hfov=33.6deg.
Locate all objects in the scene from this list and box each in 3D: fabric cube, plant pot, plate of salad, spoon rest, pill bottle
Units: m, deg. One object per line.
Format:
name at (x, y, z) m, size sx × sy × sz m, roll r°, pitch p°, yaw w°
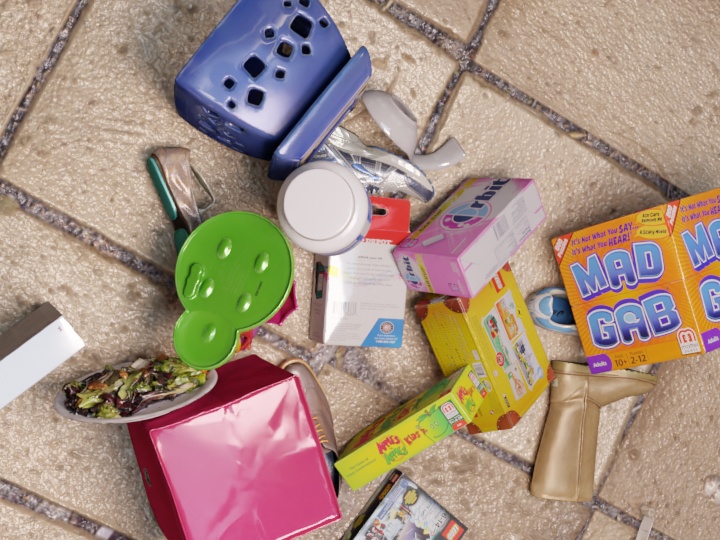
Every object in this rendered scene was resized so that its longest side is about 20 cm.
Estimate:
fabric cube at (-0.166, 0.238, 1.497) m, size 0.199 × 0.199 × 0.197 m, roll -19°, pitch 101°, yaw -18°
plant pot at (-0.102, -0.230, 1.472) m, size 0.180 × 0.200 × 0.200 m, roll 39°, pitch 81°, yaw -2°
plate of salad at (-0.274, 0.135, 1.449) m, size 0.199 × 0.200 × 0.048 m, roll -12°, pitch 108°, yaw -19°
spoon rest at (0.064, -0.180, 1.597) m, size 0.061 × 0.100 × 0.200 m, roll -43°, pitch 143°, yaw 19°
pill bottle at (-0.044, -0.076, 1.462) m, size 0.111 × 0.200 × 0.113 m, roll 0°, pitch 89°, yaw 3°

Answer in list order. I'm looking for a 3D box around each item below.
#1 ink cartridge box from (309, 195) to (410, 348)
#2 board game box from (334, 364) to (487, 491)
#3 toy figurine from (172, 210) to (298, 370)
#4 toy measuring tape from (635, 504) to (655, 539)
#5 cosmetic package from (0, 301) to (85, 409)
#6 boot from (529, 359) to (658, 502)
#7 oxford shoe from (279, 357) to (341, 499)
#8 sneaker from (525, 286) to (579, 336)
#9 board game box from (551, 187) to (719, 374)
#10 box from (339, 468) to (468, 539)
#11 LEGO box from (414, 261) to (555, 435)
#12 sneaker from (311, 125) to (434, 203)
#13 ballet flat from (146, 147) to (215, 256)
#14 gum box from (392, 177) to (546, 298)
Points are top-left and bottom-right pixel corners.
ink cartridge box at (0.000, 0.000, 1.612) m, size 0.115 × 0.067 × 0.201 m, roll 4°, pitch 92°, yaw -21°
board game box at (0.067, 0.208, 1.575) m, size 0.200 × 0.102 × 0.048 m, roll -35°, pitch 94°, yaw 25°
toy figurine at (-0.144, 0.046, 1.505) m, size 0.149 × 0.184 × 0.201 m, roll 19°, pitch 80°, yaw 15°
toy measuring tape at (0.377, 0.439, 1.777) m, size 0.073 × 0.074 × 0.201 m, roll 24°, pitch 85°, yaw -20°
cosmetic package at (-0.431, 0.122, 1.418) m, size 0.200 × 0.151 × 0.052 m, roll -38°, pitch 105°, yaw -13°
boot at (0.342, 0.239, 1.757) m, size 0.174 × 0.066 × 0.201 m, roll 7°, pitch 90°, yaw -8°
oxford shoe at (-0.061, 0.215, 1.600) m, size 0.071 × 0.073 × 0.201 m, roll -19°, pitch 99°, yaw -17°
sneaker at (0.337, 0.064, 1.738) m, size 0.199 × 0.072 × 0.072 m, roll 5°, pitch 90°, yaw -22°
board game box at (0.426, 0.011, 1.654) m, size 0.199 × 0.199 × 0.201 m, roll -15°, pitch 88°, yaw -39°
box at (0.041, 0.398, 1.666) m, size 0.137 × 0.040 × 0.200 m, roll 41°, pitch 79°, yaw -18°
LEGO box at (0.175, 0.100, 1.643) m, size 0.149 × 0.077 × 0.201 m, roll -37°, pitch 107°, yaw -49°
sneaker at (0.003, -0.129, 1.610) m, size 0.199 × 0.077 × 0.086 m, roll 25°, pitch 89°, yaw -10°
ballet flat at (-0.212, -0.065, 1.534) m, size 0.067 × 0.068 × 0.201 m, roll -21°, pitch 102°, yaw -24°
gum box at (0.152, -0.052, 1.605) m, size 0.200 × 0.113 × 0.066 m, roll -44°, pitch 124°, yaw -33°
